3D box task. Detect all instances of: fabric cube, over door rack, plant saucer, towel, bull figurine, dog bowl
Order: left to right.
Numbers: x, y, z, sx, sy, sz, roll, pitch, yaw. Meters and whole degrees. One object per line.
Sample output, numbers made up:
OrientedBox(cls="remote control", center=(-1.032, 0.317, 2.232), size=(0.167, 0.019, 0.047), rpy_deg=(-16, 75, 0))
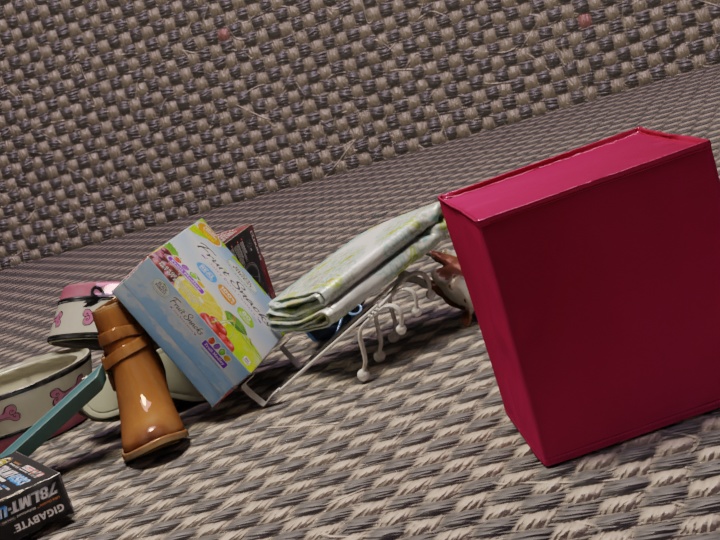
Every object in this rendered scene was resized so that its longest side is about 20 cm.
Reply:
OrientedBox(cls="dog bowl", center=(-0.416, 0.165, 1.921), size=(0.198, 0.075, 0.200), rpy_deg=(-18, 9, 3))
OrientedBox(cls="plant saucer", center=(-0.348, 0.178, 1.671), size=(0.200, 0.019, 0.070), rpy_deg=(-41, 9, 2))
OrientedBox(cls="dog bowl", center=(-0.306, 0.061, 2.035), size=(0.198, 0.075, 0.200), rpy_deg=(1, -8, 0))
OrientedBox(cls="over door rack", center=(-0.015, 0.082, 1.698), size=(0.199, 0.067, 0.148), rpy_deg=(-30, 5, 20))
OrientedBox(cls="towel", center=(0.000, 0.000, 1.730), size=(0.199, 0.048, 0.171), rpy_deg=(-37, 10, -24))
OrientedBox(cls="bull figurine", center=(0.121, 0.003, 1.801), size=(0.121, 0.066, 0.200), rpy_deg=(26, 21, 22))
OrientedBox(cls="fabric cube", center=(0.192, 0.012, 1.266), size=(0.194, 0.201, 0.200), rpy_deg=(-19, 9, -2))

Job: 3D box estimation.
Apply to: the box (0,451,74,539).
OrientedBox(cls="box", center=(-0.396, 0.243, 1.513), size=(0.197, 0.050, 0.200), rpy_deg=(-22, 10, -24))

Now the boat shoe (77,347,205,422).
OrientedBox(cls="boat shoe", center=(-0.233, 0.127, 1.792), size=(0.200, 0.073, 0.060), rpy_deg=(-13, -7, -25))

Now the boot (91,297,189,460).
OrientedBox(cls="boot", center=(-0.242, 0.110, 1.649), size=(0.073, 0.156, 0.200), rpy_deg=(-19, 9, -9))

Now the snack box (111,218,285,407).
OrientedBox(cls="snack box", center=(-0.171, 0.042, 1.741), size=(0.068, 0.169, 0.200), rpy_deg=(-40, 4, 16))

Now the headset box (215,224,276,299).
OrientedBox(cls="headset box", center=(-0.167, 0.037, 1.950), size=(0.074, 0.150, 0.200), rpy_deg=(-14, 11, 17))

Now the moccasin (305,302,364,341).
OrientedBox(cls="moccasin", center=(-0.033, 0.030, 1.933), size=(0.068, 0.081, 0.200), rpy_deg=(-27, 8, 16))
